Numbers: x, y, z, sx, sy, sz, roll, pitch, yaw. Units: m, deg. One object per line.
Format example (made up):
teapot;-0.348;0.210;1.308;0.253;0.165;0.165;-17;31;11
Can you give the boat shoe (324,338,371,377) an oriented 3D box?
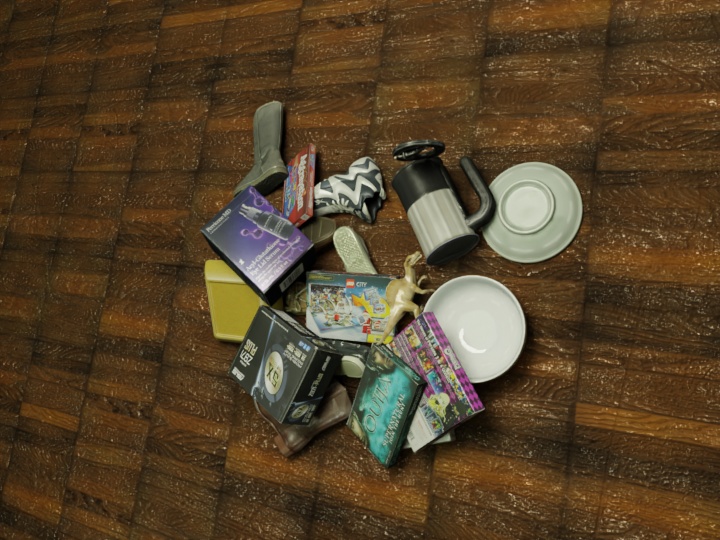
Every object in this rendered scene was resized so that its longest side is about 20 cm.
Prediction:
boat shoe;-0.051;0.174;1.254;0.198;0.075;0.066;-5;37;48

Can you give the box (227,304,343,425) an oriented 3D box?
box;-0.157;0.190;1.216;0.199;0.086;0.165;31;96;39

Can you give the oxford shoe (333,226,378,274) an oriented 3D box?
oxford shoe;0.000;0.000;1.277;0.074;0.058;0.202;-23;85;14

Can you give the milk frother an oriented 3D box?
milk frother;0.139;-0.137;1.144;0.180;0.198;0.190;-38;64;35

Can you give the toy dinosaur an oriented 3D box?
toy dinosaur;0.089;0.066;1.182;0.058;0.100;0.202;-5;61;65

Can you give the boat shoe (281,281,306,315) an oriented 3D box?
boat shoe;-0.171;0.059;1.340;0.197;0.063;0.074;0;79;27

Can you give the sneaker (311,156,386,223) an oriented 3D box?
sneaker;-0.028;-0.143;1.303;0.197;0.080;0.131;-30;59;7

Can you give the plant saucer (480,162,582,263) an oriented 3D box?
plant saucer;0.322;-0.117;1.145;0.197;0.050;0.203;-6;77;26

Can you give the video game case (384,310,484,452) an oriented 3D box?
video game case;0.117;0.208;1.106;0.181;0.035;0.202;-48;60;39

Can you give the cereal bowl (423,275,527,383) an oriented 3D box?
cereal bowl;0.219;0.114;1.127;0.197;0.083;0.203;-6;76;25

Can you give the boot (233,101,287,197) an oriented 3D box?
boot;-0.248;-0.289;1.447;0.180;0.072;0.203;-24;69;27

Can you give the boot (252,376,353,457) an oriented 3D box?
boot;-0.120;0.271;1.272;0.199;0.064;0.188;-38;74;15

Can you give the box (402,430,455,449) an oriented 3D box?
box;0.100;0.247;1.184;0.143;0.036;0.203;-17;71;23

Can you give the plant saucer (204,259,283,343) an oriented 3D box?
plant saucer;-0.269;0.083;1.338;0.197;0.048;0.203;3;109;23

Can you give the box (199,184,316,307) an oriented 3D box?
box;-0.210;-0.051;1.243;0.200;0.105;0.148;41;76;13

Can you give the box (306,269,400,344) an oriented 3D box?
box;-0.016;0.075;1.240;0.197;0.038;0.139;4;98;18

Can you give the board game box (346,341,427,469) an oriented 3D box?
board game box;0.045;0.258;1.143;0.135;0.028;0.202;37;120;40

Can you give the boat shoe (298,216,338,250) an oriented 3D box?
boat shoe;-0.128;-0.063;1.345;0.198;0.068;0.073;-14;55;25

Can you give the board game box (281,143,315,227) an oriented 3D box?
board game box;-0.141;-0.184;1.347;0.102;0.019;0.202;-32;46;39
